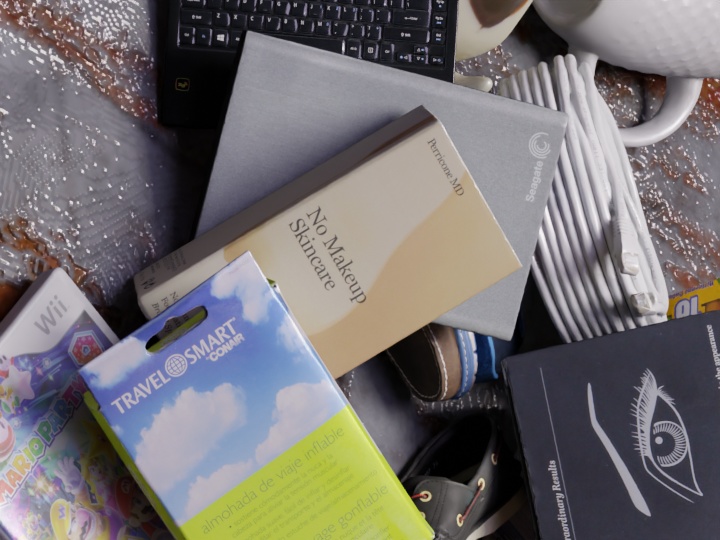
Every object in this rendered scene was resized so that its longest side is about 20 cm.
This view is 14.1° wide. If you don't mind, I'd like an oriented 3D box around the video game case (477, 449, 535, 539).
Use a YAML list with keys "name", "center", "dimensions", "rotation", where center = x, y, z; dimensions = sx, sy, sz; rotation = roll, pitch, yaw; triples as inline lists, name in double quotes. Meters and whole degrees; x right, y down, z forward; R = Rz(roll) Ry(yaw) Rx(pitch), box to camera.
- name: "video game case"
  center: [0.118, 0.214, 1.859]
  dimensions: [0.143, 0.018, 0.200]
  rotation: [50, 48, -23]

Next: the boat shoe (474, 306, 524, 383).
- name: "boat shoe"
  center: [0.055, -0.030, 1.842]
  dimensions: [0.069, 0.084, 0.201]
  rotation: [-29, 115, -53]

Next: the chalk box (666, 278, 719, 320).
- name: "chalk box"
  center: [0.249, 0.121, 1.927]
  dimensions: [0.125, 0.124, 0.201]
  rotation: [33, 50, -37]

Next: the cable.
- name: "cable"
  center: [0.143, -0.037, 1.866]
  dimensions: [0.200, 0.069, 0.201]
  rotation: [51, 23, -66]

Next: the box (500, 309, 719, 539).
- name: "box"
  center: [0.198, 0.112, 1.786]
  dimensions: [0.104, 0.199, 0.149]
  rotation: [57, 23, -72]

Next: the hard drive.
- name: "hard drive"
  center: [0.010, -0.049, 1.715]
  dimensions: [0.199, 0.033, 0.140]
  rotation: [14, 95, -9]

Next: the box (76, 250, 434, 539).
- name: "box"
  center: [-0.061, 0.100, 1.607]
  dimensions: [0.122, 0.048, 0.200]
  rotation: [-36, 107, -11]

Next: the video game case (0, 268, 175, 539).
- name: "video game case"
  center: [-0.146, 0.119, 1.610]
  dimensions: [0.200, 0.018, 0.143]
  rotation: [52, 48, -20]

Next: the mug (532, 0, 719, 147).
- name: "mug"
  center: [0.199, -0.182, 1.989]
  dimensions: [0.175, 0.147, 0.201]
  rotation: [-1, 109, -40]

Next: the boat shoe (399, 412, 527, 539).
- name: "boat shoe"
  center: [0.035, 0.155, 1.752]
  dimensions: [0.201, 0.073, 0.063]
  rotation: [-45, 117, -51]

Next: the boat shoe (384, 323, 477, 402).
- name: "boat shoe"
  center: [0.000, 0.000, 1.777]
  dimensions: [0.072, 0.072, 0.201]
  rotation: [-33, 99, -33]

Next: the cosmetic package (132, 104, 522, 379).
- name: "cosmetic package"
  center: [-0.020, 0.001, 1.663]
  dimensions: [0.200, 0.071, 0.105]
  rotation: [-32, 103, 0]

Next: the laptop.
- name: "laptop"
  center: [-0.021, -0.184, 1.703]
  dimensions: [0.176, 0.103, 0.201]
  rotation: [5, 82, -5]

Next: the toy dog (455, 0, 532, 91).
- name: "toy dog"
  center: [0.085, -0.223, 1.815]
  dimensions: [0.139, 0.200, 0.195]
  rotation: [24, 52, -35]
